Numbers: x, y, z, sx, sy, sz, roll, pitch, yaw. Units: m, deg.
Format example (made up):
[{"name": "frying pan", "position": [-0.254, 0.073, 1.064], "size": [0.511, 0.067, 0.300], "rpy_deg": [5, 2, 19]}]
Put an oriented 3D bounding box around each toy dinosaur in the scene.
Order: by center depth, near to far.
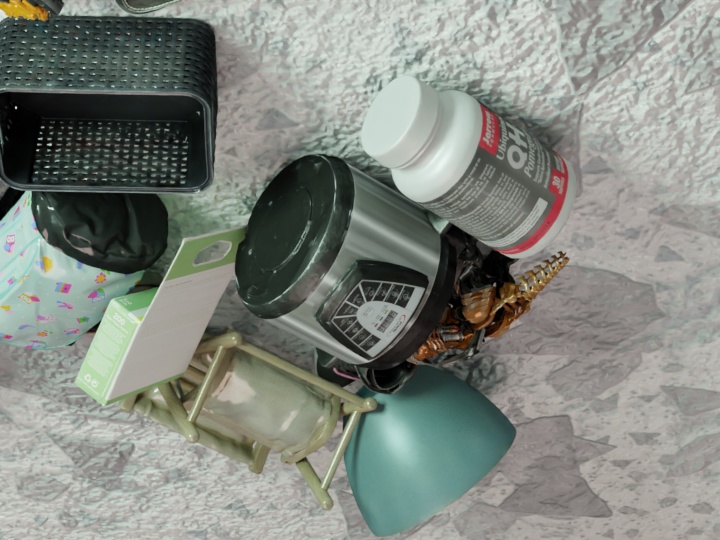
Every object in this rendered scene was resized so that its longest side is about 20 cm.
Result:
[{"name": "toy dinosaur", "position": [0.124, 0.030, 1.767], "size": [0.198, 0.137, 0.103], "rpy_deg": [-11, 141, 14]}]

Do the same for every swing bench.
[{"name": "swing bench", "position": [-0.126, 0.147, 1.897], "size": [0.198, 0.131, 0.199], "rpy_deg": [29, 173, -30]}]

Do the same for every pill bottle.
[{"name": "pill bottle", "position": [0.099, -0.100, 1.621], "size": [0.199, 0.112, 0.110], "rpy_deg": [29, 134, -33]}]

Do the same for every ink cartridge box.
[{"name": "ink cartridge box", "position": [-0.191, 0.031, 1.729], "size": [0.048, 0.145, 0.201], "rpy_deg": [35, 113, 19]}]

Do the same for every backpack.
[{"name": "backpack", "position": [-0.301, -0.012, 1.717], "size": [0.166, 0.128, 0.200], "rpy_deg": [24, 138, -31]}]

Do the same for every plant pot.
[{"name": "plant pot", "position": [0.056, 0.182, 1.946], "size": [0.199, 0.200, 0.135], "rpy_deg": [-31, 98, 33]}]

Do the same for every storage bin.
[{"name": "storage bin", "position": [-0.230, -0.149, 1.569], "size": [0.197, 0.095, 0.136], "rpy_deg": [0, 142, -2]}]

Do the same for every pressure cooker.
[{"name": "pressure cooker", "position": [0.000, -0.002, 1.697], "size": [0.199, 0.181, 0.175], "rpy_deg": [29, 156, -32]}]

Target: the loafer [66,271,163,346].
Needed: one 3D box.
[{"name": "loafer", "position": [-0.300, 0.050, 1.835], "size": [0.198, 0.064, 0.072], "rpy_deg": [-13, 166, 13]}]

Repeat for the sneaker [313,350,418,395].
[{"name": "sneaker", "position": [0.003, 0.101, 1.888], "size": [0.070, 0.100, 0.200], "rpy_deg": [15, 141, -22]}]

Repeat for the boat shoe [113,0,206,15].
[{"name": "boat shoe", "position": [-0.138, -0.261, 1.443], "size": [0.199, 0.072, 0.072], "rpy_deg": [-29, 134, 33]}]

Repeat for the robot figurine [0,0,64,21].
[{"name": "robot figurine", "position": [-0.324, -0.270, 1.404], "size": [0.199, 0.059, 0.144], "rpy_deg": [34, 171, -33]}]
